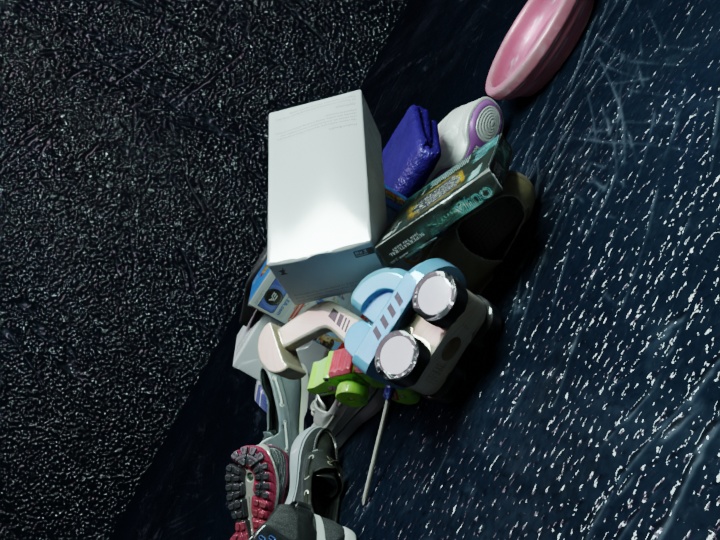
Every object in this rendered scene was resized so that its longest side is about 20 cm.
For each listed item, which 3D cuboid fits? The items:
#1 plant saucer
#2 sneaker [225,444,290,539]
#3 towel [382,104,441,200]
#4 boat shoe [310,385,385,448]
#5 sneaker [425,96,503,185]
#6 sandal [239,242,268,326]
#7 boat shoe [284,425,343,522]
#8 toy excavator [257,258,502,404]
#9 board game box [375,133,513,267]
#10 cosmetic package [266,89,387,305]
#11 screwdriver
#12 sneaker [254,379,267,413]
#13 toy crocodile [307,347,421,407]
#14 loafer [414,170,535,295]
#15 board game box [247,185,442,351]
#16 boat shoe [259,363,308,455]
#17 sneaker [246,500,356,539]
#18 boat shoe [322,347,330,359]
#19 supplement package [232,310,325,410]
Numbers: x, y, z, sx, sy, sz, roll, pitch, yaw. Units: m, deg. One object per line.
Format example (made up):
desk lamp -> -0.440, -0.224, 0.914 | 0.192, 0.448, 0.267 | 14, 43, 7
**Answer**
plant saucer -> 0.234, -0.301, 1.351 | 0.202, 0.050, 0.201 | -58, 10, 17
sneaker -> -0.106, 0.301, 1.202 | 0.074, 0.079, 0.204 | 11, -99, -60
towel -> 0.041, -0.092, 1.309 | 0.202, 0.049, 0.148 | -60, 18, 26
boat shoe -> -0.028, 0.166, 1.293 | 0.200, 0.065, 0.073 | -46, 17, 52
sneaker -> 0.112, -0.132, 1.371 | 0.202, 0.075, 0.099 | -57, 27, -15
sandal -> -0.119, 0.019, 1.366 | 0.076, 0.045, 0.201 | -61, -3, -29
boat shoe -> -0.046, 0.245, 1.195 | 0.056, 0.069, 0.201 | -31, 23, 23
toy excavator -> 0.010, 0.057, 1.034 | 0.199, 0.099, 0.196 | 37, 96, 39
board game box -> 0.090, -0.075, 1.070 | 0.134, 0.028, 0.200 | -34, 8, 19
cosmetic package -> -0.033, -0.077, 1.087 | 0.081, 0.111, 0.203 | 59, -156, -54
screwdriver -> 0.021, 0.147, 1.087 | 0.028, 0.029, 0.203 | -126, 52, -74
sneaker -> -0.093, 0.136, 1.632 | 0.201, 0.080, 0.115 | -60, 9, -7
toy crocodile -> 0.015, 0.104, 1.152 | 0.198, 0.062, 0.068 | -11, 51, 41
loafer -> 0.109, -0.017, 1.099 | 0.202, 0.075, 0.067 | -58, -3, 11
board game box -> 0.000, 0.000, 1.242 | 0.201, 0.194, 0.056 | -54, 16, 24
boat shoe -> -0.110, 0.219, 1.374 | 0.072, 0.061, 0.204 | -10, 73, 57
sneaker -> -0.075, 0.310, 1.005 | 0.073, 0.111, 0.201 | -53, 13, 32
boat shoe -> 0.022, 0.050, 1.344 | 0.201, 0.074, 0.062 | -55, 13, 17
supplement package -> -0.060, 0.067, 1.457 | 0.202, 0.154, 0.111 | -57, 12, 14
